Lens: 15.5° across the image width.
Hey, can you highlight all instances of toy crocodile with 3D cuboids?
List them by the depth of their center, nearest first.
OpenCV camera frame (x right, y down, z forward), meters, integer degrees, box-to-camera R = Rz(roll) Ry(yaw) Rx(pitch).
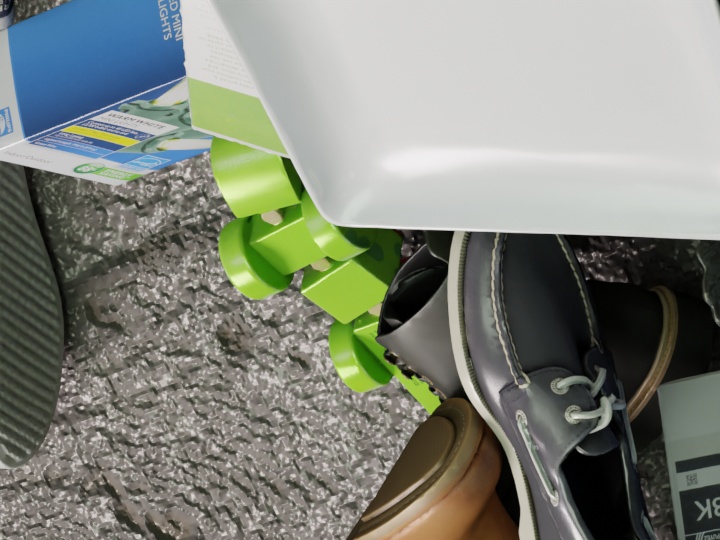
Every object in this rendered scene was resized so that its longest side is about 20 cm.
[{"bbox_3d":[0.000,0.000,1.215,0.067,0.062,0.200,-25,126,33],"label":"toy crocodile"}]

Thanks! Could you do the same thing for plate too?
[{"bbox_3d":[0.047,-0.084,0.963,0.199,0.032,0.200,3,145,26],"label":"plate"}]

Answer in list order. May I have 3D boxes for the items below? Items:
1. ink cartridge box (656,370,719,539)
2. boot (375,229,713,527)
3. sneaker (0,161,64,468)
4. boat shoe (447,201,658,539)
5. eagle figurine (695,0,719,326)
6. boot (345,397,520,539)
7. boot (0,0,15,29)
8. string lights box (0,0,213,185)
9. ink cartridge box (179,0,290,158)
[{"bbox_3d":[0.166,0.150,1.104,0.039,0.099,0.201,-14,67,18],"label":"ink cartridge box"},{"bbox_3d":[0.048,0.059,1.187,0.138,0.078,0.200,19,128,-19],"label":"boot"},{"bbox_3d":[-0.219,0.003,1.346,0.114,0.073,0.201,-5,97,31],"label":"sneaker"},{"bbox_3d":[0.091,0.062,1.061,0.063,0.072,0.201,-6,100,53],"label":"boat shoe"},{"bbox_3d":[0.158,-0.055,1.104,0.200,0.151,0.152,38,112,21],"label":"eagle figurine"},{"bbox_3d":[0.069,0.143,1.149,0.155,0.077,0.200,33,146,2],"label":"boot"},{"bbox_3d":[-0.163,-0.154,1.177,0.200,0.073,0.096,20,130,50],"label":"boot"},{"bbox_3d":[-0.069,-0.101,1.200,0.199,0.103,0.059,-18,74,31],"label":"string lights box"},{"bbox_3d":[0.005,-0.120,1.038,0.147,0.076,0.200,16,150,8],"label":"ink cartridge box"}]
